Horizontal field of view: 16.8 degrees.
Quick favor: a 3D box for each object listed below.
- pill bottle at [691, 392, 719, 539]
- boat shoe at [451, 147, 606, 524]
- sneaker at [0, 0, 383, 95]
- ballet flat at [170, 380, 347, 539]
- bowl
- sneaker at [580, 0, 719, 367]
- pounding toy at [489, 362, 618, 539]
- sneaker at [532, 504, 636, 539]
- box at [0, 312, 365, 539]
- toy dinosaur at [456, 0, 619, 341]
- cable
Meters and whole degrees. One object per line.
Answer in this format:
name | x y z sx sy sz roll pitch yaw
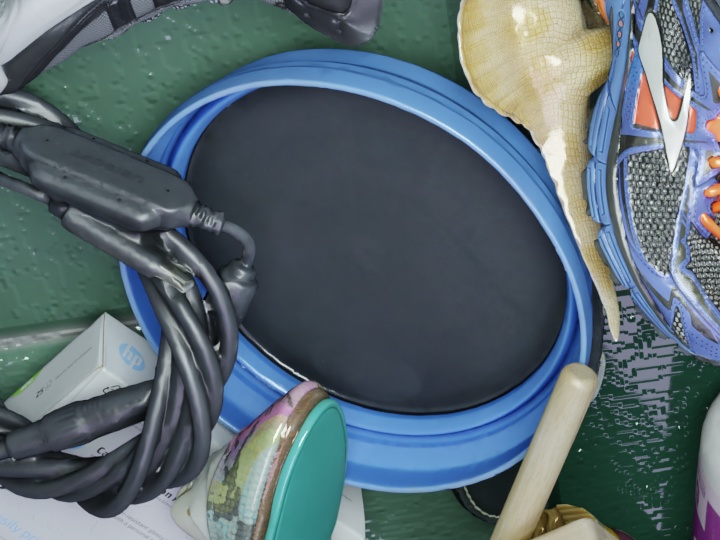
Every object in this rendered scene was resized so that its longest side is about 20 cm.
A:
pill bottle | 0.204 0.146 1.107 0.111 0.113 0.201 -3 129 -1
boat shoe | 0.066 0.044 1.048 0.075 0.061 0.201 -2 129 -2
sneaker | -0.057 -0.111 0.903 0.114 0.076 0.200 37 116 -26
ballet flat | -0.042 0.122 1.031 0.071 0.069 0.201 23 137 28
bowl | 0.000 0.000 0.981 0.199 0.039 0.202 13 129 16
sneaker | 0.126 -0.064 0.865 0.075 0.078 0.202 -11 95 -37
pounding toy | 0.067 0.167 1.000 0.183 0.143 0.200 -26 147 17
sneaker | 0.064 0.198 1.161 0.200 0.075 0.090 -39 130 21
box | -0.122 0.126 1.093 0.156 0.041 0.200 35 120 -28
toy dinosaur | 0.075 -0.081 0.912 0.058 0.101 0.202 -4 106 48
cable | -0.142 0.011 0.982 0.199 0.051 0.164 20 119 8
